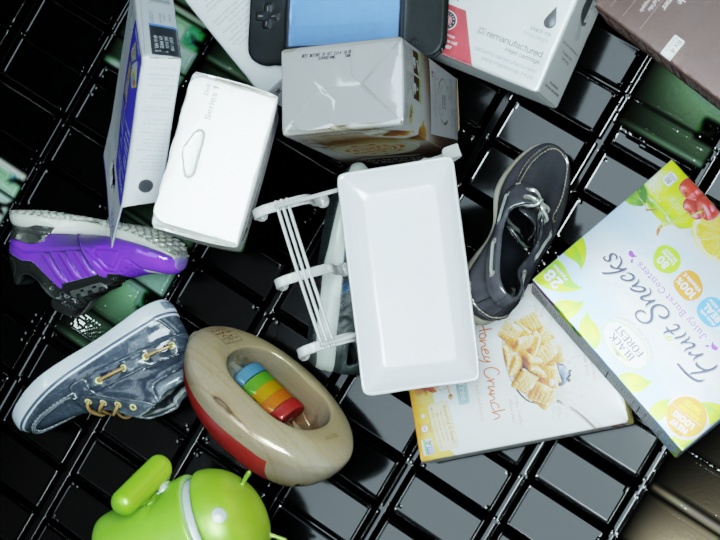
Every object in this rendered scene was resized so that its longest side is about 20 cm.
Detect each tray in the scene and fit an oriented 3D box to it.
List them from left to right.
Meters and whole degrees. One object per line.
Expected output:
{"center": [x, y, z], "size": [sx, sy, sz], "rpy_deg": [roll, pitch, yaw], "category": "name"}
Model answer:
{"center": [0.043, 0.006, 1.616], "size": [0.107, 0.022, 0.201], "rpy_deg": [-8, 81, 9], "category": "tray"}

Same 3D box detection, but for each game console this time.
{"center": [-0.028, -0.284, 1.661], "size": [0.199, 0.118, 0.172], "rpy_deg": [0, 83, 23], "category": "game console"}

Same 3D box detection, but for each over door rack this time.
{"center": [0.015, -0.013, 1.671], "size": [0.199, 0.067, 0.148], "rpy_deg": [-17, 84, -11], "category": "over door rack"}

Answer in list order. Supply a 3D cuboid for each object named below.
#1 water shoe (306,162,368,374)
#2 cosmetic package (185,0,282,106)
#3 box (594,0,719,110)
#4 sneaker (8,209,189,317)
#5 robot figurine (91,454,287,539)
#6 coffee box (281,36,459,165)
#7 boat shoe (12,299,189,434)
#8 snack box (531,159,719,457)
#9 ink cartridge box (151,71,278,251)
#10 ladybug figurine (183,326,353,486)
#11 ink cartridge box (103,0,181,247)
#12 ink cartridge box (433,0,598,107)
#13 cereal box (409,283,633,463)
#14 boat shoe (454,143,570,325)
{"center": [0.000, 0.000, 1.740], "size": [0.078, 0.071, 0.201], "rpy_deg": [10, 85, -9], "category": "water shoe"}
{"center": [-0.106, -0.267, 1.789], "size": [0.101, 0.071, 0.200], "rpy_deg": [-41, 73, 9], "category": "cosmetic package"}
{"center": [0.319, -0.212, 1.646], "size": [0.200, 0.075, 0.100], "rpy_deg": [40, 96, 16], "category": "box"}
{"center": [-0.263, 0.000, 1.819], "size": [0.199, 0.070, 0.100], "rpy_deg": [10, 94, 23], "category": "sneaker"}
{"center": [-0.173, 0.261, 1.731], "size": [0.199, 0.116, 0.176], "rpy_deg": [-25, 104, 12], "category": "robot figurine"}
{"center": [0.013, -0.150, 1.670], "size": [0.114, 0.200, 0.080], "rpy_deg": [-3, 84, 18], "category": "coffee box"}
{"center": [-0.246, 0.120, 1.793], "size": [0.200, 0.071, 0.091], "rpy_deg": [-36, 71, 9], "category": "boat shoe"}
{"center": [0.277, 0.035, 1.613], "size": [0.168, 0.068, 0.200], "rpy_deg": [-39, 77, -3], "category": "snack box"}
{"center": [-0.132, -0.096, 1.704], "size": [0.084, 0.200, 0.147], "rpy_deg": [15, 90, -3], "category": "ink cartridge box"}
{"center": [-0.095, 0.132, 1.720], "size": [0.200, 0.135, 0.072], "rpy_deg": [44, 122, 23], "category": "ladybug figurine"}
{"center": [-0.208, -0.152, 1.738], "size": [0.043, 0.198, 0.201], "rpy_deg": [7, 119, -14], "category": "ink cartridge box"}
{"center": [0.151, -0.274, 1.700], "size": [0.144, 0.084, 0.201], "rpy_deg": [24, 91, 20], "category": "ink cartridge box"}
{"center": [0.142, 0.089, 1.687], "size": [0.199, 0.040, 0.145], "rpy_deg": [-14, 78, 17], "category": "cereal box"}
{"center": [0.152, -0.039, 1.645], "size": [0.073, 0.063, 0.201], "rpy_deg": [38, 60, -15], "category": "boat shoe"}
